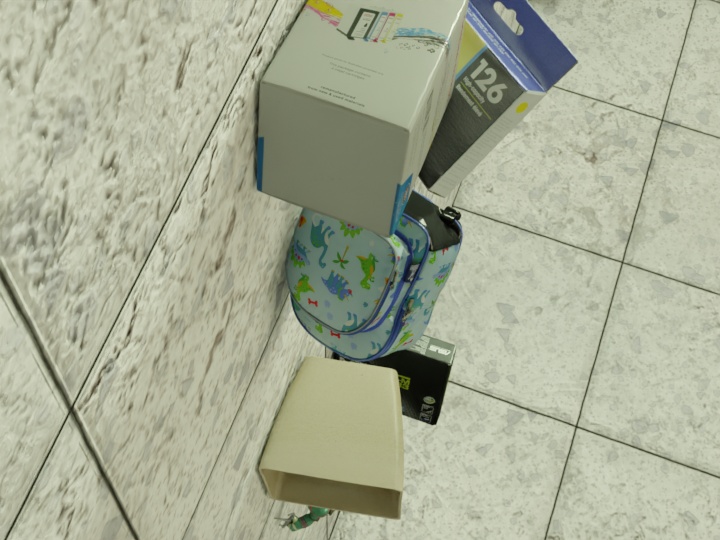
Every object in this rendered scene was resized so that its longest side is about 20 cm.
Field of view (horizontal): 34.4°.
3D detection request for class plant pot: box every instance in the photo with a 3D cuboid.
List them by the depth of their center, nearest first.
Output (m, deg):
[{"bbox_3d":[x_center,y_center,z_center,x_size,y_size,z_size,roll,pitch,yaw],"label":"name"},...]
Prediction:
[{"bbox_3d":[-0.025,0.235,1.665,0.201,0.196,0.180,88,11,-66],"label":"plant pot"}]

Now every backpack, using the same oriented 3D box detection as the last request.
[{"bbox_3d":[0.000,0.000,1.357,0.146,0.182,0.203,-18,134,-51],"label":"backpack"}]

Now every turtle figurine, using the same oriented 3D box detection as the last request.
[{"bbox_3d":[-0.074,0.361,1.904,0.200,0.099,0.152,-60,166,-78],"label":"turtle figurine"}]

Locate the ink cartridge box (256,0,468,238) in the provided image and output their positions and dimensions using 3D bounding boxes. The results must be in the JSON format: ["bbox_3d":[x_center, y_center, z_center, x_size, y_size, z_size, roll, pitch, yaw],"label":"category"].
[{"bbox_3d":[0.003,-0.170,1.102,0.148,0.142,0.202,98,13,-52],"label":"ink cartridge box"}]

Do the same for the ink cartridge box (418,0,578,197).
[{"bbox_3d":[0.097,-0.218,1.231,0.200,0.199,0.047,-46,149,20],"label":"ink cartridge box"}]

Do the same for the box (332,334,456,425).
[{"bbox_3d":[0.051,0.163,1.930,0.194,0.197,0.048,98,13,-54],"label":"box"}]
